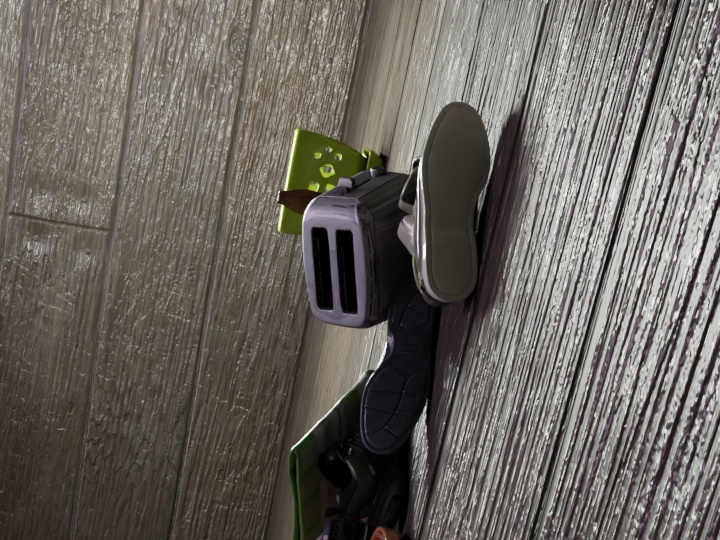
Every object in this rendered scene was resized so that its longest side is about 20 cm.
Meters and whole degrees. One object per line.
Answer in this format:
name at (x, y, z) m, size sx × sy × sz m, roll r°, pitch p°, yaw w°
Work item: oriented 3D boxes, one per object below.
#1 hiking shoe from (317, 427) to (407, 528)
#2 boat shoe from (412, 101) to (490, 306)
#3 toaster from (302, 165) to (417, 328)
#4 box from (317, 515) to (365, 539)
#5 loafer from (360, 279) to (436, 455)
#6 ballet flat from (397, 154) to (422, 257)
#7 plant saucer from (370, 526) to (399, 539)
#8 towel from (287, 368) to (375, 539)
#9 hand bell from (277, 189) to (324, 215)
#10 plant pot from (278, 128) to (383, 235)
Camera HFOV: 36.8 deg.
hiking shoe at (0.002, 0.210, 1.270) m, size 0.201 × 0.099 × 0.076 m, roll -89°, pitch 13°, yaw -54°
boat shoe at (0.085, -0.065, 1.075) m, size 0.060 × 0.071 × 0.205 m, roll 139°, pitch 138°, yaw -73°
toaster at (0.006, -0.015, 1.269) m, size 0.129 × 0.112 × 0.203 m, roll -24°, pitch -64°, yaw -50°
box at (-0.026, 0.314, 1.437) m, size 0.110 × 0.034 × 0.203 m, roll 22°, pitch -105°, yaw -62°
loafer at (0.050, 0.113, 1.211) m, size 0.063 × 0.071 × 0.203 m, roll 65°, pitch -143°, yaw -65°
ballet flat at (0.074, -0.054, 1.190) m, size 0.072 × 0.071 × 0.202 m, roll 107°, pitch 171°, yaw -48°
plant saucer at (0.020, 0.377, 1.148) m, size 0.200 × 0.032 × 0.203 m, roll -171°, pitch 90°, yaw -84°
towel at (-0.032, 0.228, 1.333) m, size 0.200 × 0.030 × 0.151 m, roll -38°, pitch -48°, yaw -52°
hand bell at (-0.007, -0.075, 1.367) m, size 0.104 × 0.197 × 0.106 m, roll -169°, pitch 90°, yaw -84°
plant pot at (-0.059, -0.163, 2.124) m, size 0.200 × 0.179 × 0.202 m, roll -123°, pitch 43°, yaw -81°
